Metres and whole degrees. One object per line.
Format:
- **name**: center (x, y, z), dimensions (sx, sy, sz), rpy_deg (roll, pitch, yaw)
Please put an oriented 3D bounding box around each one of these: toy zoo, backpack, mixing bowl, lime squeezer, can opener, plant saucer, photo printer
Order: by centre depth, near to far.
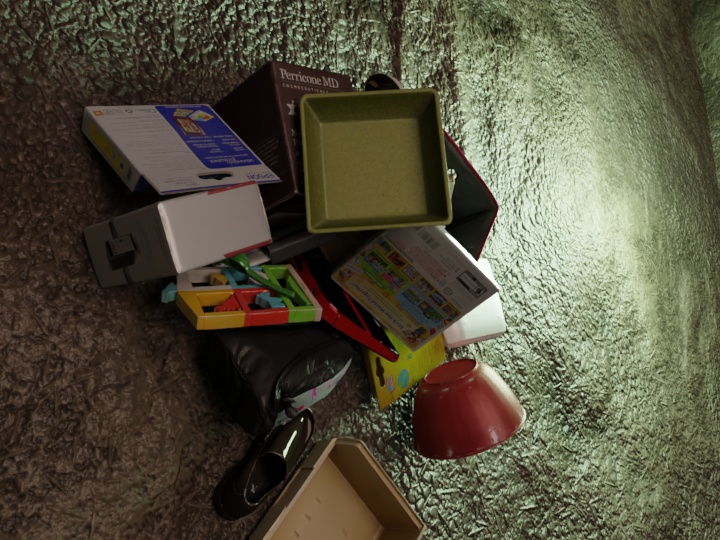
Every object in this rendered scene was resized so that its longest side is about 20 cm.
- **toy zoo**: center (-0.165, 0.032, 0.897), dimensions (0.197, 0.131, 0.021), rpy_deg (-2, 119, -28)
- **lime squeezer**: center (-0.162, -0.027, 0.930), dimensions (0.070, 0.038, 0.201), rpy_deg (-18, 61, -24)
- **plant saucer**: center (0.018, -0.147, 0.938), dimensions (0.196, 0.048, 0.204), rpy_deg (-4, 77, -3)
- **backpack**: center (-0.109, 0.129, 0.947), dimensions (0.198, 0.127, 0.168), rpy_deg (-17, 69, -47)
- **can opener**: center (-0.130, -0.041, 0.999), dimensions (0.197, 0.053, 0.067), rpy_deg (-19, 127, -24)
- **mixing bowl**: center (0.167, 0.218, 1.134), dimensions (0.199, 0.198, 0.110), rpy_deg (-28, 101, -45)
- **photo printer**: center (0.192, 0.060, 1.298), dimensions (0.198, 0.069, 0.169), rpy_deg (-4, 77, -49)

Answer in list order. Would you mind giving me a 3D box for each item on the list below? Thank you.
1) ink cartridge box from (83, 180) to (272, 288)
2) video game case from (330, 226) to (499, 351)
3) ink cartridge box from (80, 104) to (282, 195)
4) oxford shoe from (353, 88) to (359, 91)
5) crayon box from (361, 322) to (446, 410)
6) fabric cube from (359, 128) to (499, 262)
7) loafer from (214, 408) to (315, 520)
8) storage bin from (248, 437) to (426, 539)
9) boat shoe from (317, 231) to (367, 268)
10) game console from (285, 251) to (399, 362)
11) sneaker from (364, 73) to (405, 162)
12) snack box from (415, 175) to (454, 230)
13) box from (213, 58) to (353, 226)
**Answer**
- **ink cartridge box**: center (-0.231, -0.043, 0.844), dimensions (0.146, 0.198, 0.084), rpy_deg (-22, 100, -44)
- **video game case**: center (0.083, 0.016, 1.040), dimensions (0.200, 0.181, 0.023), rpy_deg (42, 26, -21)
- **ink cartridge box**: center (-0.240, -0.156, 0.913), dimensions (0.196, 0.047, 0.200), rpy_deg (-14, 53, -46)
- **oxford shoe**: center (-0.063, -0.303, 1.195), dimensions (0.198, 0.072, 0.086), rpy_deg (7, 55, -44)
- **crayon box**: center (0.066, 0.134, 1.156), dimensions (0.199, 0.050, 0.129), rpy_deg (-28, 112, -45)
- **fabric cube**: center (0.089, -0.090, 1.169), dimensions (0.197, 0.198, 0.201), rpy_deg (47, 50, -20)
- **loafer**: center (-0.117, 0.265, 0.944), dimensions (0.073, 0.071, 0.201), rpy_deg (53, 48, -17)
- **storage bin**: center (-0.030, 0.382, 0.974), dimensions (0.200, 0.093, 0.200), rpy_deg (55, 47, -16)
- **boat shoe**: center (0.000, 0.000, 1.093), dimensions (0.200, 0.072, 0.065), rpy_deg (45, 21, -20)
- **game console**: center (-0.033, 0.048, 1.037), dimensions (0.176, 0.031, 0.201), rpy_deg (40, 10, -37)
- **sneaker**: center (0.030, -0.227, 1.025), dimensions (0.089, 0.070, 0.203), rpy_deg (-2, 59, -30)
- **snack box**: center (0.089, -0.053, 1.025), dimensions (0.071, 0.203, 0.024), rpy_deg (8, 33, 1)
- **box**: center (-0.103, -0.184, 1.038), dimensions (0.164, 0.163, 0.204), rpy_deg (-4, 79, -44)
